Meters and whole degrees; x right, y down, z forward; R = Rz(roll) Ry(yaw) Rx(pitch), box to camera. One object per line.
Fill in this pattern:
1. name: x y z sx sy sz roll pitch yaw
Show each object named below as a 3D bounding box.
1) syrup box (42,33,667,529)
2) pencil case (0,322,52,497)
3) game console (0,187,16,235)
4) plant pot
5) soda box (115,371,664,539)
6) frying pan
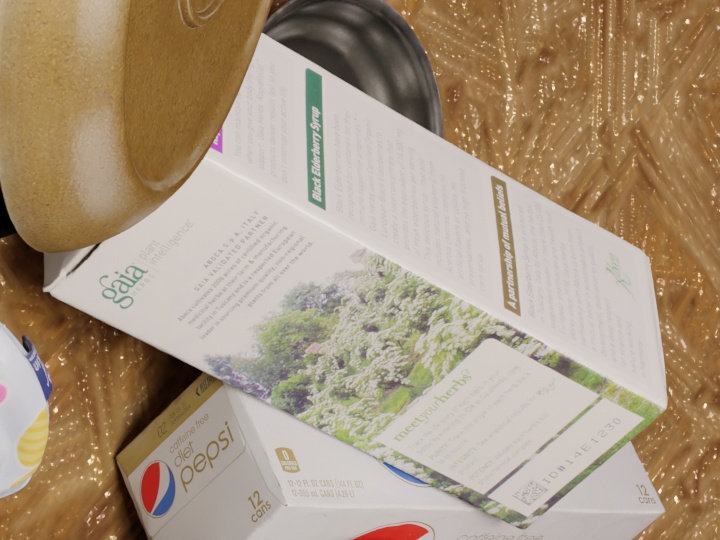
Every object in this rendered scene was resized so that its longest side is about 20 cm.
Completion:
1. syrup box: 0.000 0.000 0.870 0.199 0.079 0.082 28 37 -25
2. pencil case: -0.174 0.088 0.756 0.200 0.083 0.091 -51 141 -33
3. game console: -0.182 -0.041 0.669 0.200 0.175 0.117 -22 106 -42
4. plant pot: -0.046 -0.099 0.695 0.200 0.027 0.201 15 90 -81
5. soda box: 0.014 0.077 0.940 0.199 0.068 0.064 6 50 -45
6. frying pan: 0.009 -0.029 0.972 0.190 0.031 0.115 35 71 -44
